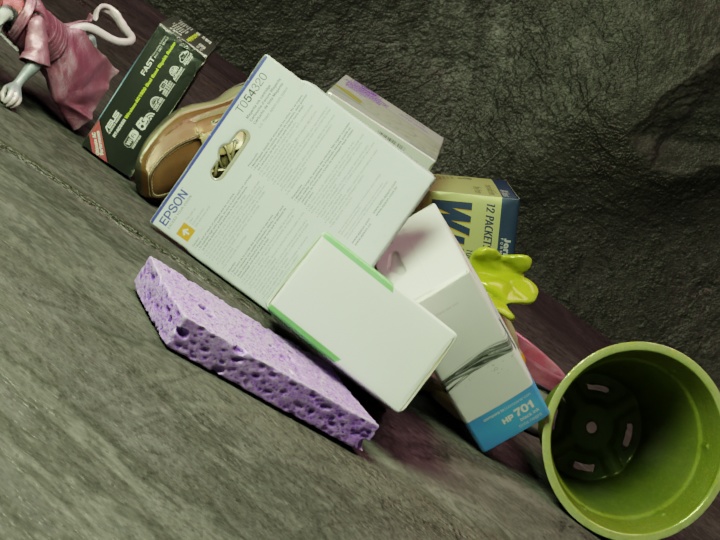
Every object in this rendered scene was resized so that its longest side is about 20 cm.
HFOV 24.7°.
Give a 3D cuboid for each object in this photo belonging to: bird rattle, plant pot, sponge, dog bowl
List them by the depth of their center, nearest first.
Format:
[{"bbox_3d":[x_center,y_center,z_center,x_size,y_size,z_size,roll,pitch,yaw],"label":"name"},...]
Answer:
[{"bbox_3d":[-0.082,0.067,1.295,0.199,0.030,0.112,32,9,-30],"label":"sponge"},{"bbox_3d":[0.267,0.173,1.748,0.199,0.201,0.190,35,-5,-6],"label":"plant pot"},{"bbox_3d":[0.103,0.055,1.836,0.198,0.113,0.164,-7,-60,39],"label":"bird rattle"},{"bbox_3d":[0.164,0.110,1.991,0.199,0.074,0.200,36,8,-6],"label":"dog bowl"}]

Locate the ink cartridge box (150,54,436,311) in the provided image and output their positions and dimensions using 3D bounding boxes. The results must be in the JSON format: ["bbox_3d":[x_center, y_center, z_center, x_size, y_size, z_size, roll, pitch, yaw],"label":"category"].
[{"bbox_3d":[-0.063,-0.067,1.554,0.199,0.197,0.043,36,6,-2],"label":"ink cartridge box"}]

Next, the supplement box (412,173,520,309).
[{"bbox_3d":[0.082,-0.042,2.000,0.197,0.136,0.200,5,9,-1],"label":"supplement box"}]

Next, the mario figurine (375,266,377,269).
[{"bbox_3d":[-0.054,-0.005,1.634,0.200,0.106,0.124,49,5,-17],"label":"mario figurine"}]

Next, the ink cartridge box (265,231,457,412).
[{"bbox_3d":[-0.003,0.047,1.436,0.145,0.084,0.200,38,-4,0],"label":"ink cartridge box"}]

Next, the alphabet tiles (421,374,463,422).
[{"bbox_3d":[0.067,0.106,1.796,0.195,0.015,0.200,41,8,28],"label":"alphabet tiles"}]

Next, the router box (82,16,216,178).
[{"bbox_3d":[-0.222,-0.189,1.754,0.062,0.151,0.200,34,8,-8],"label":"router box"}]

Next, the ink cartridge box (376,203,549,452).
[{"bbox_3d":[0.097,0.057,1.645,0.201,0.085,0.147,60,5,-32],"label":"ink cartridge box"}]

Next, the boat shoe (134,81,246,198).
[{"bbox_3d":[-0.144,-0.132,1.681,0.073,0.076,0.200,26,46,30],"label":"boat shoe"}]

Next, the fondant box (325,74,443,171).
[{"bbox_3d":[0.018,-0.155,1.886,0.143,0.059,0.200,33,12,-2],"label":"fondant box"}]

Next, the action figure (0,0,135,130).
[{"bbox_3d":[-0.314,-0.231,1.656,0.134,0.149,0.200,48,-2,31],"label":"action figure"}]
